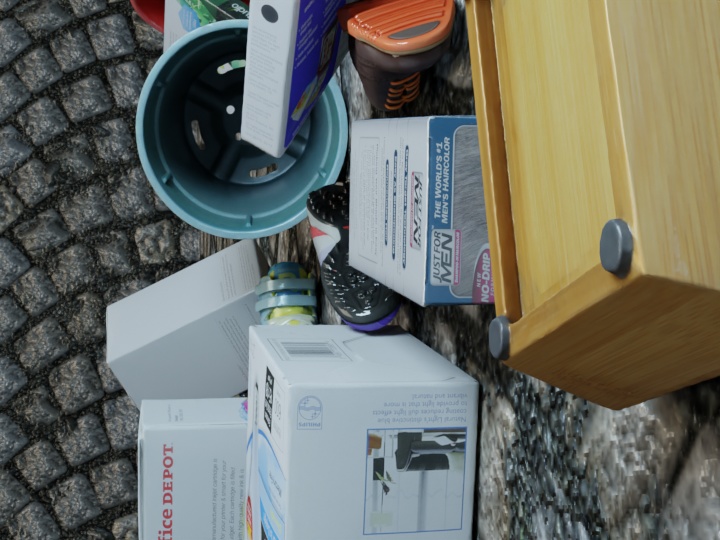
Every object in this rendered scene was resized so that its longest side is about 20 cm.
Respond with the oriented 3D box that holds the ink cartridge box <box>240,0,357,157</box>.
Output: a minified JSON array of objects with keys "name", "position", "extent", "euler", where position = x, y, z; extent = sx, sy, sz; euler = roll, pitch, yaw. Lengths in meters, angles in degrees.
[{"name":"ink cartridge box","position":[-0.025,-0.219,0.855],"extent":[0.201,0.043,0.199],"euler":[106,-170,-51]}]

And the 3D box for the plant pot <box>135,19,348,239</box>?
[{"name":"plant pot","position":[-0.117,-0.147,1.180],"extent":[0.196,0.196,0.204],"euler":[-113,25,-78]}]

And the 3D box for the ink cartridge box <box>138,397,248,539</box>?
[{"name":"ink cartridge box","position":[-0.101,0.192,1.048],"extent":[0.085,0.196,0.147],"euler":[-136,47,-72]}]

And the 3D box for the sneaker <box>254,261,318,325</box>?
[{"name":"sneaker","position":[-0.073,0.061,1.206],"extent":[0.200,0.078,0.133],"euler":[-152,62,-76]}]

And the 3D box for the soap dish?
[{"name":"soap dish","position":[0.093,-0.063,0.408],"extent":[0.157,0.080,0.204],"euler":[128,139,-71]}]

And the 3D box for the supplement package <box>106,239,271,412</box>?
[{"name":"supplement package","position":[-0.182,0.073,1.362],"extent":[0.120,0.197,0.122],"euler":[-111,-5,-57]}]

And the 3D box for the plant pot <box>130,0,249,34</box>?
[{"name":"plant pot","position":[-0.175,-0.399,1.456],"extent":[0.201,0.197,0.180],"euler":[122,157,-68]}]

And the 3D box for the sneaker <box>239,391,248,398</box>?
[{"name":"sneaker","position":[-0.096,0.179,1.376],"extent":[0.200,0.078,0.097],"euler":[-157,53,-83]}]

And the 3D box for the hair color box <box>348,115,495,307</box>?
[{"name":"hair color box","position":[0.041,-0.041,0.705],"extent":[0.200,0.059,0.102],"euler":[-150,60,-77]}]

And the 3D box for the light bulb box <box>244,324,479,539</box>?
[{"name":"light bulb box","position":[-0.008,0.153,0.790],"extent":[0.198,0.122,0.204],"euler":[-150,61,-76]}]

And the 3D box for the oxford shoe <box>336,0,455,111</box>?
[{"name":"oxford shoe","position":[0.030,-0.143,0.777],"extent":[0.200,0.070,0.074],"euler":[-108,4,-73]}]

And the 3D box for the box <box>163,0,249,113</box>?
[{"name":"box","position":[-0.146,-0.241,1.350],"extent":[0.199,0.036,0.146],"euler":[34,141,18]}]

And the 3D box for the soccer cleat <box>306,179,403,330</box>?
[{"name":"soccer cleat","position":[0.000,0.000,0.920],"extent":[0.201,0.067,0.074],"euler":[-112,7,-59]}]
